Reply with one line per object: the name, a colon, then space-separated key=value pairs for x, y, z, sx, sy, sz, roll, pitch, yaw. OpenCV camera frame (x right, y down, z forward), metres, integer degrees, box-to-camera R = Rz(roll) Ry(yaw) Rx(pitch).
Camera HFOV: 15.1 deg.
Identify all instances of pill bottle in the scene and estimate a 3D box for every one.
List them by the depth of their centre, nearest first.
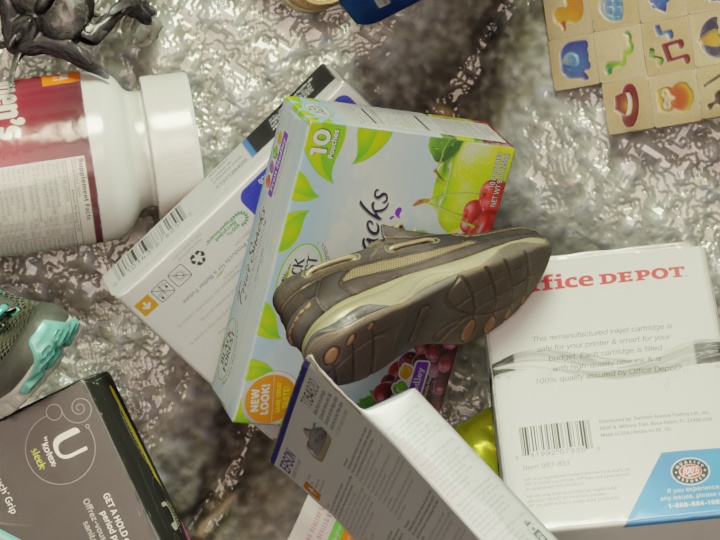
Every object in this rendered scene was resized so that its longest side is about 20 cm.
pill bottle: x=-0.202 y=-0.067 z=1.723 sx=0.199 sy=0.110 sz=0.110 roll=-9 pitch=89 yaw=-6

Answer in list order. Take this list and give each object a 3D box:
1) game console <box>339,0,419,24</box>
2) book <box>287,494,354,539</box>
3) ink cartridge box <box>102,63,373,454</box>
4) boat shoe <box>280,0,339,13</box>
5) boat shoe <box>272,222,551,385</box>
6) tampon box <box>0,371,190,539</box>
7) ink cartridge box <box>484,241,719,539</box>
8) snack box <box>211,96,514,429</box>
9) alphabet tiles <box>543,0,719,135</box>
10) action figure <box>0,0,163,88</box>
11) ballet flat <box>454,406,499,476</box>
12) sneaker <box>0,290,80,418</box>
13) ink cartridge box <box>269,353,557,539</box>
game console: x=0.044 y=-0.245 z=1.668 sx=0.170 sy=0.200 sz=0.119 roll=-26 pitch=87 yaw=4
book: x=0.051 y=0.197 z=1.709 sx=0.199 sy=0.048 sz=0.134 roll=27 pitch=103 yaw=15
ink cartridge box: x=-0.027 y=0.002 z=1.729 sx=0.198 sy=0.047 sz=0.200 roll=-44 pitch=124 yaw=2
boat shoe: x=-0.042 y=-0.257 z=1.714 sx=0.073 sy=0.069 sz=0.201 roll=-21 pitch=108 yaw=-18
boat shoe: x=0.032 y=0.002 z=1.616 sx=0.073 sy=0.199 sz=0.075 roll=47 pitch=132 yaw=26
tampon box: x=-0.222 y=0.174 z=1.720 sx=0.199 sy=0.126 sz=0.151 roll=-26 pitch=89 yaw=2
ink cartridge box: x=0.153 y=0.092 z=1.668 sx=0.144 sy=0.084 sz=0.201 roll=-6 pitch=53 yaw=1
snack box: x=0.000 y=0.000 z=1.683 sx=0.141 sy=0.053 sz=0.201 roll=6 pitch=111 yaw=-23
alphabet tiles: x=0.189 y=-0.192 z=1.719 sx=0.166 sy=0.008 sz=0.201 roll=-8 pitch=90 yaw=30
action figure: x=-0.172 y=-0.191 z=1.730 sx=0.119 sy=0.102 sz=0.200 roll=38 pitch=76 yaw=5
ballet flat: x=0.138 y=0.164 z=1.732 sx=0.067 sy=0.067 sz=0.200 roll=-43 pitch=87 yaw=-11
sneaker: x=-0.243 y=0.038 z=1.681 sx=0.091 sy=0.200 sz=0.078 roll=42 pitch=68 yaw=-19
ink cartridge box: x=0.036 y=0.142 z=1.599 sx=0.041 sy=0.200 sz=0.200 roll=-41 pitch=80 yaw=-20
